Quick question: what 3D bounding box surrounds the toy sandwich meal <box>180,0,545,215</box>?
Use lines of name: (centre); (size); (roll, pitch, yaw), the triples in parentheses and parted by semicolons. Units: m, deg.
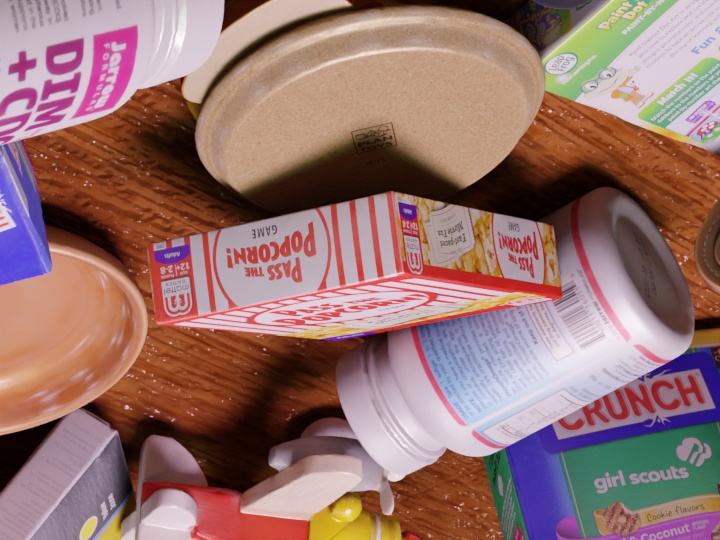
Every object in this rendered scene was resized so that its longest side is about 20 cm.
toy sandwich meal: (-0.004, -0.099, 1.503); (0.204, 0.071, 0.205); (-9, 150, -5)

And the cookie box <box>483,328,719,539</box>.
cookie box: (0.172, 0.143, 1.785); (0.170, 0.201, 0.075); (-6, 145, -12)

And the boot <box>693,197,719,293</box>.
boot: (0.254, -0.013, 1.659); (0.200, 0.074, 0.155); (-29, 163, -25)

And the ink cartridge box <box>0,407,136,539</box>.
ink cartridge box: (-0.210, 0.211, 1.802); (0.047, 0.200, 0.198); (27, 153, 19)

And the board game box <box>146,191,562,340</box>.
board game box: (0.000, 0.000, 1.576); (0.151, 0.047, 0.200); (-12, 171, 28)

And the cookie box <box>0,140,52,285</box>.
cookie box: (-0.275, -0.045, 1.476); (0.199, 0.075, 0.171); (-13, 147, 1)

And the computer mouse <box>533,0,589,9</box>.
computer mouse: (0.108, -0.207, 1.419); (0.058, 0.034, 0.200); (8, 139, -2)

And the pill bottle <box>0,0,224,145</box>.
pill bottle: (-0.166, -0.116, 1.325); (0.200, 0.114, 0.113); (-19, 157, -40)

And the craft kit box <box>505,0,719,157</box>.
craft kit box: (0.212, -0.144, 1.531); (0.197, 0.049, 0.200); (15, 137, -40)

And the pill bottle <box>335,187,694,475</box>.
pill bottle: (0.088, 0.041, 1.701); (0.200, 0.109, 0.109); (-29, 144, 23)

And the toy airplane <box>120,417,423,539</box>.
toy airplane: (-0.049, 0.150, 1.808); (0.199, 0.142, 0.199); (9, 151, 32)

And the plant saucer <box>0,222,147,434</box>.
plant saucer: (-0.221, 0.029, 1.641); (0.199, 0.038, 0.200); (-9, 146, -6)
